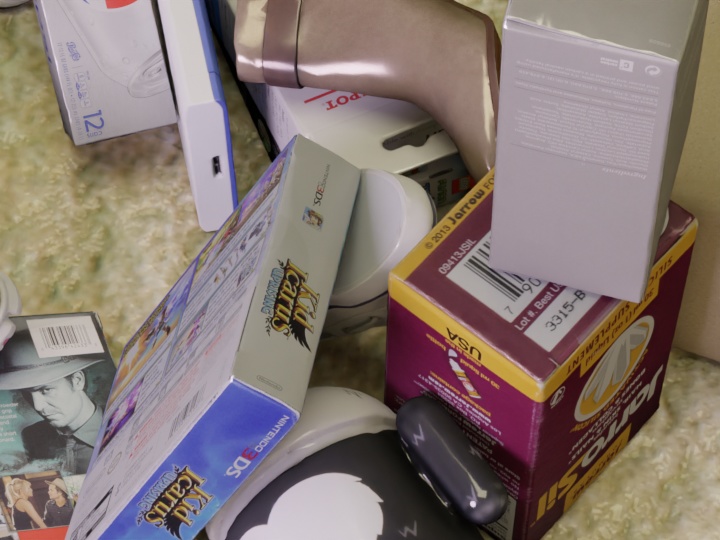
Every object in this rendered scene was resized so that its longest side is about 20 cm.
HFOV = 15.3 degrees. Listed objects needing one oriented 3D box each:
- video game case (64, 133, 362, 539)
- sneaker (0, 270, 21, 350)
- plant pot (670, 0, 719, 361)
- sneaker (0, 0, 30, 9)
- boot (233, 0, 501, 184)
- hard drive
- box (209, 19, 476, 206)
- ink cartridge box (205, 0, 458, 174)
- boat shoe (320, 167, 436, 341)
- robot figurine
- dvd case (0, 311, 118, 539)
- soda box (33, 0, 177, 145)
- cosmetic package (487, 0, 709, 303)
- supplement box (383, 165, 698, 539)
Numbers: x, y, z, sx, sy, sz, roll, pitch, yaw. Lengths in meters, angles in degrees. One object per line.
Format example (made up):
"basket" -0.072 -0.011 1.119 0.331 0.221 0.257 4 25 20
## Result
"video game case" -0.078 0.056 1.375 0.045 0.200 0.181 28 42 -15
"sneaker" -0.266 0.051 1.376 0.200 0.087 0.074 -40 62 -12
"plant pot" 0.213 -0.060 1.474 0.177 0.200 0.200 0 59 12
"sneaker" -0.162 -0.246 1.622 0.200 0.116 0.075 -38 66 -19
"boot" 0.005 -0.120 1.463 0.146 0.070 0.200 -6 58 3
"hard drive" -0.103 -0.141 1.550 0.025 0.132 0.200 -11 60 -5
"box" -0.015 -0.116 1.591 0.110 0.035 0.200 -18 61 -10
"ink cartridge box" -0.004 -0.120 1.534 0.116 0.067 0.200 -21 61 -13
"boat shoe" 0.000 0.000 1.437 0.070 0.200 0.071 14 67 -25
"robot figurine" -0.001 0.152 1.378 0.150 0.125 0.200 -27 61 -13
"dvd case" -0.179 0.110 1.433 0.146 0.022 0.200 -4 56 -31
"soda box" -0.160 -0.177 1.544 0.063 0.068 0.200 -14 101 -9
"cosmetic package" 0.112 -0.084 1.246 0.090 0.200 0.107 14 57 6
"supplement box" 0.090 0.039 1.403 0.103 0.200 0.131 36 66 19
